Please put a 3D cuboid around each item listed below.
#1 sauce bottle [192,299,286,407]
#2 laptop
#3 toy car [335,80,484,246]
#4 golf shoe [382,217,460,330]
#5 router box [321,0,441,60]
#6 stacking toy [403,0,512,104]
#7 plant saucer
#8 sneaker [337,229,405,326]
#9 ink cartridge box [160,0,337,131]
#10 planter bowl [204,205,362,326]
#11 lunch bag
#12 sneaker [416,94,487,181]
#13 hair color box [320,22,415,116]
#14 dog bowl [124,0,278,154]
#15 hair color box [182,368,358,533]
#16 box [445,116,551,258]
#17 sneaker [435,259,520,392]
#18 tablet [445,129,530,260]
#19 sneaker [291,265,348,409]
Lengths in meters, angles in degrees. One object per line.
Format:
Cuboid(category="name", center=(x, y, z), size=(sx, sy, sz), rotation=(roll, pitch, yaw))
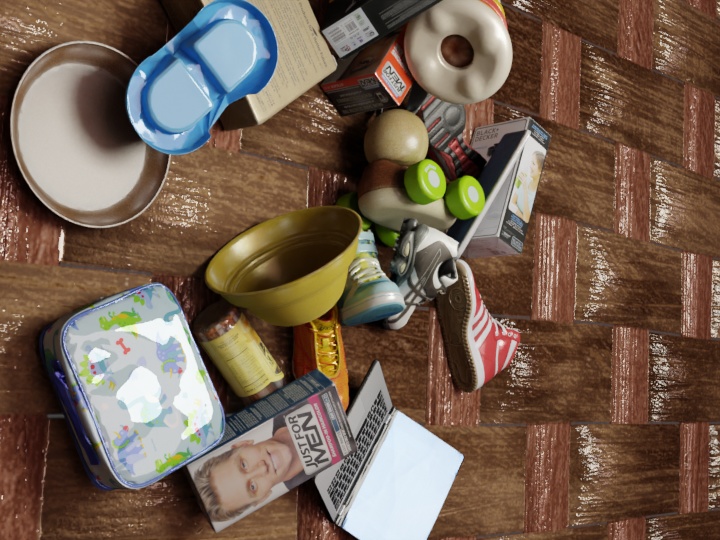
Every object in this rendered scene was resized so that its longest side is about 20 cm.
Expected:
Cuboid(category="sauce bottle", center=(-0.130, 0.129, 1.296), size=(0.066, 0.065, 0.202), rotation=(-50, 123, -34))
Cuboid(category="laptop", center=(0.043, 0.262, 1.416), size=(0.189, 0.114, 0.201), rotation=(-60, 153, -29))
Cuboid(category="toy car", center=(0.062, -0.158, 1.446), size=(0.156, 0.163, 0.204), rotation=(15, 65, -43))
Cuboid(category="golf shoe", center=(0.081, 0.021, 1.431), size=(0.201, 0.093, 0.079), rotation=(100, 5, -52))
Cuboid(category="router box", center=(0.048, -0.373, 1.367), size=(0.052, 0.198, 0.159), rotation=(50, 27, -29))
Cuboid(category="stacking toy", center=(0.152, -0.326, 1.419), size=(0.148, 0.144, 0.201), rotation=(62, 35, -23))
Cuboid(category="plant saucer", center=(-0.298, -0.148, 1.165), size=(0.198, 0.032, 0.204), rotation=(2, 87, -44))
Cuboid(category="sneaker", center=(0.000, 0.000, 1.362), size=(0.078, 0.200, 0.133), rotation=(-8, 85, -14))
Cuboid(category="ink cartridge box", center=(-0.137, -0.299, 1.301), size=(0.165, 0.074, 0.202), rotation=(-42, 116, -39))
Cuboid(category="planter bowl", center=(-0.080, 0.008, 1.264), size=(0.200, 0.198, 0.085), rotation=(-42, 124, -37))
Cuboid(category="lunch bag", center=(-0.249, 0.126, 1.148), size=(0.160, 0.082, 0.203), rotation=(-27, 97, -41))
Cuboid(category="sneaker", center=(0.114, -0.192, 1.538), size=(0.073, 0.086, 0.202), rotation=(-39, 124, -15))
Cuboid(category="hair color box", center=(0.041, -0.309, 1.452), size=(0.064, 0.110, 0.202), rotation=(47, 57, -32))
Cuboid(category="dog bowl", center=(-0.183, -0.218, 1.192), size=(0.200, 0.049, 0.112), rotation=(-46, 116, -16))
Cuboid(category="hair color box", center=(-0.110, 0.212, 1.257), size=(0.198, 0.060, 0.101), rotation=(-27, 113, -17))
Cuboid(category="box", center=(0.207, -0.124, 1.607), size=(0.060, 0.116, 0.203), rotation=(31, 68, -36))
Cuboid(category="sneaker", center=(0.180, 0.070, 1.598), size=(0.111, 0.071, 0.204), rotation=(-21, 110, -39))
Cuboid(category="tablet", center=(0.171, -0.106, 1.481), size=(0.014, 0.130, 0.202), rotation=(31, 91, -8))
Cuboid(category="sneaker", center=(-0.054, 0.091, 1.353), size=(0.072, 0.077, 0.204), rotation=(-13, 93, -14))
